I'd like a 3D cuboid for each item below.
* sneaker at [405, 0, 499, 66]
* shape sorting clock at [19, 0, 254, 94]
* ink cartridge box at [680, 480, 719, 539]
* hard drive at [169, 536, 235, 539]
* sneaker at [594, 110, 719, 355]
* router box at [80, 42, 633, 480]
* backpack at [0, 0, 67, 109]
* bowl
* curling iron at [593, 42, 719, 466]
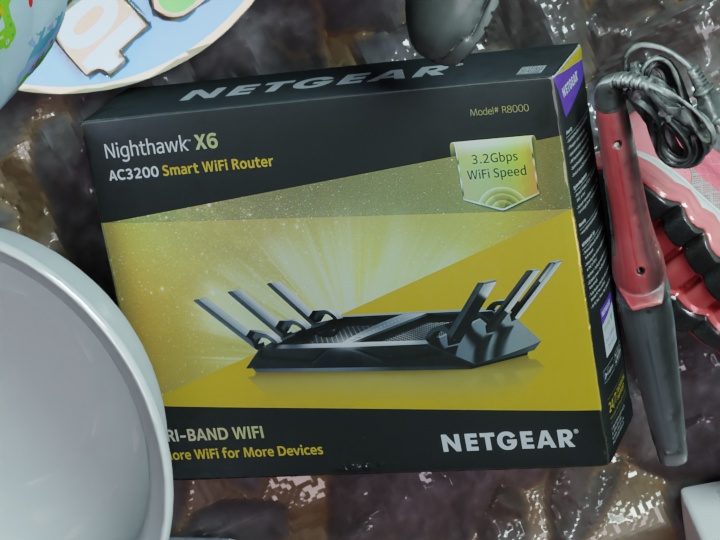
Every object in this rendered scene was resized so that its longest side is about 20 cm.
[{"bbox_3d":[0.015,-0.175,0.813,0.088,0.074,0.202,3,88,-18],"label":"sneaker"},{"bbox_3d":[-0.119,-0.169,0.891,0.198,0.039,0.202,-1,107,-3],"label":"shape sorting clock"},{"bbox_3d":[0.247,0.136,0.947,0.198,0.147,0.083,-12,110,1],"label":"ink cartridge box"},{"bbox_3d":[-0.118,0.216,1.004,0.134,0.042,0.202,2,106,-4],"label":"hard drive"},{"bbox_3d":[0.173,0.007,0.935,0.200,0.087,0.074,44,135,-10],"label":"sneaker"},{"bbox_3d":[0.000,0.000,0.908,0.198,0.052,0.159,-4,108,20],"label":"router box"},{"bbox_3d":[-0.217,-0.102,0.817,0.199,0.147,0.184,-18,109,28],"label":"backpack"},{"bbox_3d":[-0.159,0.060,0.918,0.199,0.090,0.203,4,112,10],"label":"bowl"},{"bbox_3d":[0.117,0.002,0.882,0.049,0.026,0.201,14,131,25],"label":"curling iron"}]
